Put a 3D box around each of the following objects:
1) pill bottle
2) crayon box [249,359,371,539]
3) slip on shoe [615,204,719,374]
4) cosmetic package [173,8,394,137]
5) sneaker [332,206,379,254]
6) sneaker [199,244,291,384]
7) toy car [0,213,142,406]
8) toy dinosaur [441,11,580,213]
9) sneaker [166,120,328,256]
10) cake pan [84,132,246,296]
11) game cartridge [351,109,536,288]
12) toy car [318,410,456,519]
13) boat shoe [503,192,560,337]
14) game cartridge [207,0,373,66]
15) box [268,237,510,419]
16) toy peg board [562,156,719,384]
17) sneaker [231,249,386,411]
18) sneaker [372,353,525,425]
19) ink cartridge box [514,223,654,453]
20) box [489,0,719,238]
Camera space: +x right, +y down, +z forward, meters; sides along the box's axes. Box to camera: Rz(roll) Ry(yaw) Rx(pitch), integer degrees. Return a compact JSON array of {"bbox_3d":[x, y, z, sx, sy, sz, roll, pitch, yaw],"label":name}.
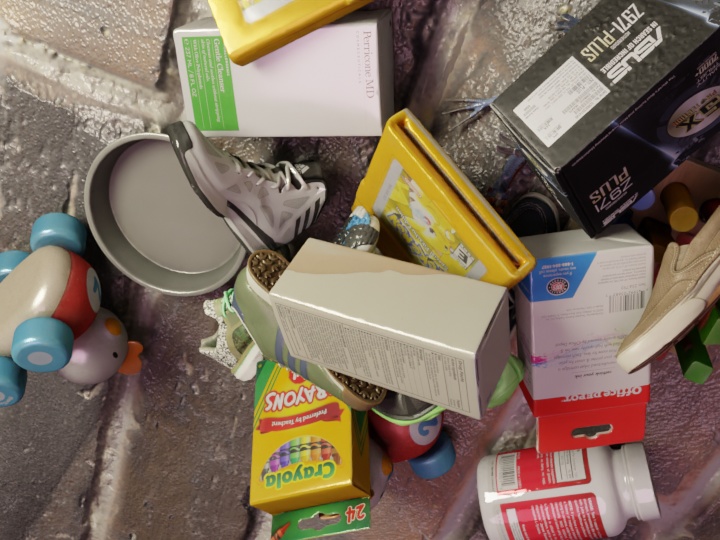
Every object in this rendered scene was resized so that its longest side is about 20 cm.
[{"bbox_3d":[0.248,0.265,0.898,0.197,0.113,0.114,-14,115,20],"label":"pill bottle"},{"bbox_3d":[-0.054,0.183,0.817,0.125,0.203,0.051,-18,144,20],"label":"crayon box"},{"bbox_3d":[0.287,0.004,0.651,0.200,0.076,0.061,-47,67,5],"label":"slip on shoe"},{"bbox_3d":[-0.069,-0.192,0.732,0.196,0.085,0.109,1,116,13],"label":"cosmetic package"},{"bbox_3d":[0.000,0.000,0.788,0.086,0.076,0.200,34,160,-2],"label":"sneaker"},{"bbox_3d":[-0.138,0.047,0.876,0.087,0.077,0.202,18,121,-13],"label":"sneaker"},{"bbox_3d":[-0.339,0.072,0.909,0.176,0.186,0.199,-32,137,25],"label":"toy car"},{"bbox_3d":[0.179,-0.134,0.711,0.196,0.106,0.183,0,138,0],"label":"toy dinosaur"},{"bbox_3d":[-0.103,-0.100,0.751,0.114,0.076,0.201,-32,144,2],"label":"sneaker"},{"bbox_3d":[-0.218,-0.066,0.861,0.197,0.037,0.203,5,120,9],"label":"cake pan"},{"bbox_3d":[0.066,-0.033,0.720,0.177,0.032,0.200,51,159,9],"label":"game cartridge"},{"bbox_3d":[0.007,0.215,0.873,0.174,0.201,0.186,-17,114,21],"label":"toy car"},{"bbox_3d":[0.151,0.013,0.802,0.075,0.062,0.202,37,126,22],"label":"boat shoe"},{"bbox_3d":[-0.055,-0.302,0.647,0.197,0.032,0.179,-22,89,15],"label":"game cartridge"},{"bbox_3d":[0.027,0.048,0.664,0.197,0.078,0.096,16,141,25],"label":"box"},{"bbox_3d":[0.304,-0.001,0.747,0.196,0.098,0.202,21,121,0],"label":"toy peg board"},{"bbox_3d":[-0.062,0.076,0.798,0.201,0.067,0.090,48,135,1],"label":"sneaker"},{"bbox_3d":[0.078,0.101,0.767,0.199,0.077,0.084,-26,102,44],"label":"sneaker"},{"bbox_3d":[0.211,0.067,0.718,0.114,0.067,0.203,-7,111,-1],"label":"ink cartridge box"},{"bbox_3d":[0.226,-0.143,0.613,0.200,0.163,0.087,-42,61,10],"label":"box"}]
